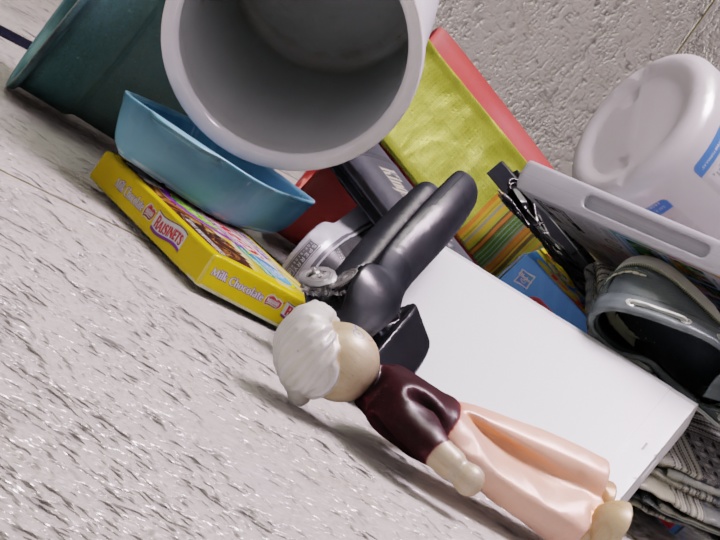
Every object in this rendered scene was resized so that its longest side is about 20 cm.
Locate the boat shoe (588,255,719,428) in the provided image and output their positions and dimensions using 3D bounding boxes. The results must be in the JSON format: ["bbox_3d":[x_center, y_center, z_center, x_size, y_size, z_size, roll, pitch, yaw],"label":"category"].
[{"bbox_3d":[0.221,0.073,1.443,0.200,0.073,0.062,40,38,10],"label":"boat shoe"}]

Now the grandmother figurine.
[{"bbox_3d":[0.042,0.080,1.223,0.199,0.061,0.121,32,-3,-11],"label":"grandmother figurine"}]

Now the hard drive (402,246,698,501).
[{"bbox_3d":[0.086,0.064,1.408,0.200,0.026,0.132,33,40,14],"label":"hard drive"}]

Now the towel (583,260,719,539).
[{"bbox_3d":[0.228,0.095,1.502,0.192,0.035,0.201,25,39,-24],"label":"towel"}]

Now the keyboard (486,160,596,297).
[{"bbox_3d":[0.153,-0.004,1.630,0.200,0.021,0.127,51,10,28],"label":"keyboard"}]

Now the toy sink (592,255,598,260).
[{"bbox_3d":[0.233,0.046,1.795,0.200,0.112,0.131,41,30,-11],"label":"toy sink"}]

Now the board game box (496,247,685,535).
[{"bbox_3d":[0.170,0.074,1.613,0.200,0.056,0.196,47,9,5],"label":"board game box"}]

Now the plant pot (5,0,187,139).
[{"bbox_3d":[-0.127,-0.158,1.778,0.196,0.201,0.200,37,5,-11],"label":"plant pot"}]

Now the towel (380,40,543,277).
[{"bbox_3d":[0.080,-0.073,1.727,0.200,0.086,0.018,50,-28,-11],"label":"towel"}]

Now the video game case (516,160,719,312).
[{"bbox_3d":[0.209,-0.004,1.530,0.181,0.024,0.200,25,-4,26],"label":"video game case"}]

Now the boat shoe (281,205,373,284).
[{"bbox_3d":[0.000,0.000,1.622,0.066,0.070,0.200,39,8,7],"label":"boat shoe"}]

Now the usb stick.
[{"bbox_3d":[0.022,-0.044,1.626,0.055,0.033,0.200,25,19,-37],"label":"usb stick"}]

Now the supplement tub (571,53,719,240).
[{"bbox_3d":[0.257,-0.046,1.678,0.200,0.132,0.132,39,1,-27],"label":"supplement tub"}]

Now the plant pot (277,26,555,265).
[{"bbox_3d":[0.058,-0.054,1.818,0.177,0.201,0.200,41,6,-4],"label":"plant pot"}]

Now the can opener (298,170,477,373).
[{"bbox_3d":[0.014,0.000,1.392,0.079,0.063,0.200,66,31,-25],"label":"can opener"}]

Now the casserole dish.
[{"bbox_3d":[-0.099,-0.066,1.572,0.121,0.039,0.200,33,4,11],"label":"casserole dish"}]

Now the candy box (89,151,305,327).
[{"bbox_3d":[-0.092,-0.015,1.482,0.102,0.026,0.200,31,5,-32],"label":"candy box"}]

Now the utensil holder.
[{"bbox_3d":[-0.031,-0.179,1.593,0.169,0.170,0.200,30,23,-5],"label":"utensil holder"}]
